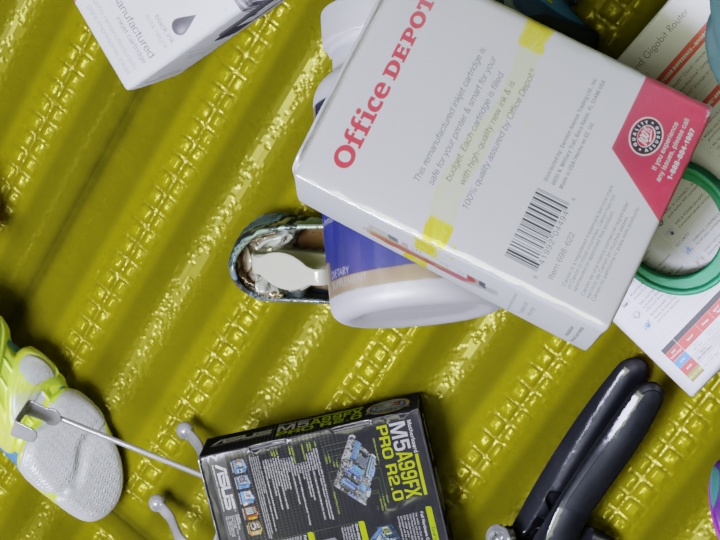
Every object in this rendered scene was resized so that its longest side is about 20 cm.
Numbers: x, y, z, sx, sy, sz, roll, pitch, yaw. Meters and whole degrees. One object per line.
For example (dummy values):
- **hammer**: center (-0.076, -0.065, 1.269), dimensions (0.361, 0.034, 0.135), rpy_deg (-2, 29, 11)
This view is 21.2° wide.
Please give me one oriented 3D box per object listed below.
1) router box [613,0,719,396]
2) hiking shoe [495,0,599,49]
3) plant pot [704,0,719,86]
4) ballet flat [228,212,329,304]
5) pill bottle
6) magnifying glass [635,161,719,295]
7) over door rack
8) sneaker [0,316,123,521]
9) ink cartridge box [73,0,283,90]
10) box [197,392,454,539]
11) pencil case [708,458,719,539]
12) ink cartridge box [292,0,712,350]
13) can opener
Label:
- **router box**: center (0.212, -0.054, 1.196), dimensions (0.179, 0.049, 0.200), rpy_deg (45, 118, 7)
- **hiking shoe**: center (0.084, -0.212, 1.197), dimensions (0.200, 0.074, 0.087), rpy_deg (43, 99, -4)
- **plant pot**: center (0.275, -0.150, 1.076), dimensions (0.200, 0.200, 0.134), rpy_deg (44, 144, 7)
- **ballet flat**: center (0.000, 0.000, 1.299), dimensions (0.198, 0.074, 0.075), rpy_deg (0, 105, 24)
- **pill bottle**: center (0.029, -0.070, 1.214), dimensions (0.115, 0.116, 0.202), rpy_deg (-10, 79, 26)
- **magnifying glass**: center (0.152, -0.067, 1.182), dimensions (0.200, 0.022, 0.080), rpy_deg (44, 117, 5)
- **over door rack**: center (-0.175, 0.178, 1.408), dimensions (0.198, 0.067, 0.149), rpy_deg (17, 114, -12)
- **sneaker**: center (-0.260, 0.105, 1.459), dimensions (0.201, 0.076, 0.105), rpy_deg (56, 153, -14)
- **ink cartridge box**: center (-0.102, -0.235, 1.268), dimensions (0.199, 0.083, 0.146), rpy_deg (-31, 91, 28)
- **box**: center (-0.013, 0.201, 1.346), dimensions (0.159, 0.044, 0.202), rpy_deg (-13, 100, 5)
- **pencil case**: center (0.318, 0.133, 1.181), dimensions (0.199, 0.085, 0.093), rpy_deg (-21, 67, 29)
- **ink cartridge box**: center (0.079, -0.066, 1.113), dimensions (0.199, 0.083, 0.146), rpy_deg (27, 81, 4)
- **can opener**: center (0.144, 0.144, 1.288), dimensions (0.063, 0.078, 0.201), rpy_deg (49, 123, 50)
